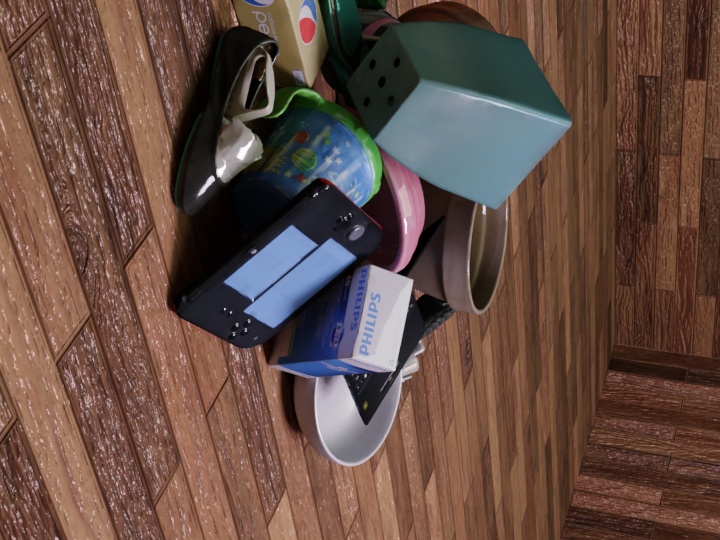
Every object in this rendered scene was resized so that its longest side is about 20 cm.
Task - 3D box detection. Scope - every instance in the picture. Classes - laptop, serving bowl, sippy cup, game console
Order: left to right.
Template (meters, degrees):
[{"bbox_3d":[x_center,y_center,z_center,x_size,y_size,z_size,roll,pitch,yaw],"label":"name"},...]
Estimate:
[{"bbox_3d":[-0.077,-0.002,1.327,0.199,0.031,0.177,-40,158,7],"label":"game console"},{"bbox_3d":[-0.065,-0.092,1.390,0.178,0.139,0.131,48,48,-8],"label":"sippy cup"},{"bbox_3d":[-0.025,0.138,1.638,0.199,0.065,0.203,-10,102,-57],"label":"serving bowl"},{"bbox_3d":[0.053,0.062,1.595,0.178,0.102,0.202,-54,136,-38],"label":"laptop"}]

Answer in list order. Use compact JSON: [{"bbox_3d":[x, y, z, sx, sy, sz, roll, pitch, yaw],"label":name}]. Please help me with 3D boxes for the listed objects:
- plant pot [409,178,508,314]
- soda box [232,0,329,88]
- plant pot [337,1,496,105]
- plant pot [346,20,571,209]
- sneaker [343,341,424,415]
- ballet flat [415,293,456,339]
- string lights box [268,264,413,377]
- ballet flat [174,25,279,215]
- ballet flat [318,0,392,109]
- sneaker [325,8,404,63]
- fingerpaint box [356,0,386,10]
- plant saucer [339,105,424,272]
[{"bbox_3d":[0.093,-0.053,1.774,0.200,0.171,0.203,8,90,-71],"label":"plant pot"},{"bbox_3d":[-0.088,-0.283,1.332,0.201,0.063,0.068,76,29,-48],"label":"soda box"},{"bbox_3d":[0.066,-0.230,1.651,0.174,0.198,0.203,-19,116,-50],"label":"plant pot"},{"bbox_3d":[0.094,-0.180,1.430,0.198,0.142,0.142,11,43,-39],"label":"plant pot"},{"bbox_3d":[0.027,0.132,1.773,0.201,0.091,0.077,-58,150,-49],"label":"sneaker"},{"bbox_3d":[0.069,0.078,1.783,0.199,0.066,0.057,-27,141,-41],"label":"ballet flat"},{"bbox_3d":[-0.026,0.060,1.456,0.058,0.199,0.104,19,75,-27],"label":"string lights box"},{"bbox_3d":[-0.124,-0.147,1.270,0.068,0.067,0.203,51,50,-65],"label":"ballet flat"},{"bbox_3d":[-0.025,-0.245,1.457,0.201,0.069,0.068,61,34,-44],"label":"ballet flat"},{"bbox_3d":[0.046,-0.270,1.531,0.071,0.197,0.083,106,-5,-52],"label":"sneaker"},{"bbox_3d":[-0.012,-0.415,1.487,0.200,0.072,0.169,42,58,-68],"label":"fingerpaint box"},{"bbox_3d":[0.012,-0.096,1.503,0.050,0.200,0.203,-25,129,-24],"label":"plant saucer"}]
